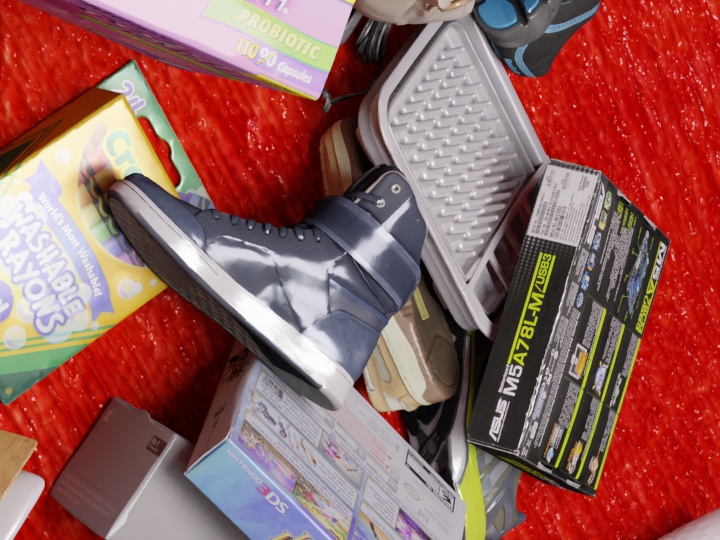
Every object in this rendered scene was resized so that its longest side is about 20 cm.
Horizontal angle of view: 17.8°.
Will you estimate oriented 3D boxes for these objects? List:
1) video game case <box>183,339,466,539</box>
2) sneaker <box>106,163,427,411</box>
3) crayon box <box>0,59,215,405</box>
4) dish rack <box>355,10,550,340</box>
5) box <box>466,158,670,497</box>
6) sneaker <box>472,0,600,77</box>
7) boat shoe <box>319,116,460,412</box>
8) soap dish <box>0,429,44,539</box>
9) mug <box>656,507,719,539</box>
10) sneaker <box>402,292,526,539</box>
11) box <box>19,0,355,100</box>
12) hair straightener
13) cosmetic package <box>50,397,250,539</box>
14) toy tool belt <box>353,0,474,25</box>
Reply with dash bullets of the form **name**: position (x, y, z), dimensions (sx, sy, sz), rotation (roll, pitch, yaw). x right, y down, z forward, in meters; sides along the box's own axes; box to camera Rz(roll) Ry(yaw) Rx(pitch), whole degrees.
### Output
- **video game case**: position (-0.017, 0.143, 1.491), dimensions (0.045, 0.182, 0.200), rotation (-39, 105, 21)
- **sneaker**: position (-0.051, -0.030, 1.450), dimensions (0.202, 0.077, 0.147), rotation (40, 77, -18)
- **crayon box**: position (-0.183, -0.026, 1.455), dimensions (0.200, 0.051, 0.126), rotation (-37, 115, -19)
- **dish rack**: position (0.066, -0.068, 1.564), dimensions (0.201, 0.043, 0.172), rotation (62, 38, -23)
- **box**: position (0.148, 0.044, 1.596), dimensions (0.193, 0.047, 0.202), rotation (32, 74, -67)
- **sneaker**: position (0.148, -0.226, 1.611), dimensions (0.201, 0.073, 0.082), rotation (-53, 147, -15)
- **boat shoe**: position (0.000, 0.000, 1.555), dimensions (0.072, 0.076, 0.202), rotation (-12, 86, -61)
- **soap dish**: position (-0.283, 0.182, 1.352), dimensions (0.081, 0.157, 0.201), rotation (39, 60, -14)
- **mug**: position (0.230, 0.295, 1.712), dimensions (0.174, 0.148, 0.201), rotation (-25, 141, -16)
- **sneaker**: position (0.077, 0.105, 1.627), dimensions (0.081, 0.074, 0.202), rotation (-15, 112, -38)
- **box**: position (-0.124, -0.185, 1.374), dimensions (0.175, 0.200, 0.097), rotation (21, 88, -32)
- **hair straightener**: position (0.021, -0.193, 1.545), dimensions (0.077, 0.041, 0.201), rotation (28, 80, -31)
- **cosmetic package**: position (-0.094, 0.176, 1.512), dimensions (0.199, 0.107, 0.091), rotation (35, 83, -28)
- **toy tool belt**: position (0.029, -0.258, 1.460), dimensions (0.124, 0.123, 0.202), rotation (-11, 89, -5)
